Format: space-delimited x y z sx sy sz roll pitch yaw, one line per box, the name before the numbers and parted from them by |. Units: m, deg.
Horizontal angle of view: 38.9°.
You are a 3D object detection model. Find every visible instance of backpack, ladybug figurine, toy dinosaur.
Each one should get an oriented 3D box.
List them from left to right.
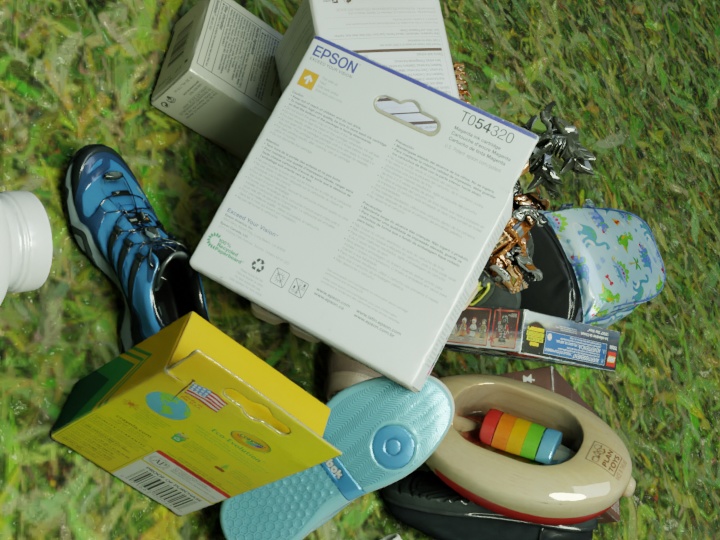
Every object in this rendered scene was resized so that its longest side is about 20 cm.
toy dinosaur | 0.127 -0.087 0.916 0.134 0.102 0.202 -22 111 -14
ladybug figurine | 0.133 0.157 0.865 0.136 0.198 0.073 -43 145 -47
backpack | 0.254 0.001 1.168 0.199 0.153 0.165 10 56 -55

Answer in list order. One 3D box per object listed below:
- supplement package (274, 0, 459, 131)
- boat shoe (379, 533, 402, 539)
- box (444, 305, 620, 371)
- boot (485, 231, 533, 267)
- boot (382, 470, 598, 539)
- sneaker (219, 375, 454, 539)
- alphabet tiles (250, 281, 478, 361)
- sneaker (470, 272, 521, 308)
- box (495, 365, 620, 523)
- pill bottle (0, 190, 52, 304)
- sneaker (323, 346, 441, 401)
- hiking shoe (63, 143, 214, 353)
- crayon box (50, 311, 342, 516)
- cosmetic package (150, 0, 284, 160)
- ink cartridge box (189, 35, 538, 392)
supplement package | 0.011 -0.120 0.867 0.118 0.121 0.203 -6 79 -21
boat shoe | -0.024 0.255 0.812 0.199 0.072 0.066 -4 69 -46
box | 0.120 0.059 0.952 0.136 0.199 0.040 14 83 -38
boot | 0.097 -0.097 1.053 0.165 0.066 0.201 40 17 -25
boot | 0.111 0.276 0.912 0.076 0.197 0.171 -40 135 -80
sneaker | -0.012 0.143 0.800 0.080 0.199 0.131 59 6 8
alphabet tiles | 0.000 0.000 0.902 0.198 0.015 0.196 22 42 20
sneaker | 0.082 0.012 1.013 0.198 0.075 0.085 24 22 -24
box | 0.194 0.181 1.012 0.200 0.074 0.101 45 41 -50
pill bottle | -0.300 -0.011 0.643 0.199 0.110 0.112 -8 76 -46
sneaker | 0.053 0.108 0.956 0.199 0.070 0.076 26 53 -34
hiking shoe | -0.163 -0.013 0.794 0.074 0.086 0.202 -21 85 -47
crayon box | -0.111 0.102 0.705 0.127 0.199 0.051 39 48 -23
cosmetic package | -0.085 -0.157 0.950 0.199 0.071 0.106 31 53 -29
ink cartridge box | 0.003 -0.045 0.751 0.202 0.195 0.043 -61 163 -6
